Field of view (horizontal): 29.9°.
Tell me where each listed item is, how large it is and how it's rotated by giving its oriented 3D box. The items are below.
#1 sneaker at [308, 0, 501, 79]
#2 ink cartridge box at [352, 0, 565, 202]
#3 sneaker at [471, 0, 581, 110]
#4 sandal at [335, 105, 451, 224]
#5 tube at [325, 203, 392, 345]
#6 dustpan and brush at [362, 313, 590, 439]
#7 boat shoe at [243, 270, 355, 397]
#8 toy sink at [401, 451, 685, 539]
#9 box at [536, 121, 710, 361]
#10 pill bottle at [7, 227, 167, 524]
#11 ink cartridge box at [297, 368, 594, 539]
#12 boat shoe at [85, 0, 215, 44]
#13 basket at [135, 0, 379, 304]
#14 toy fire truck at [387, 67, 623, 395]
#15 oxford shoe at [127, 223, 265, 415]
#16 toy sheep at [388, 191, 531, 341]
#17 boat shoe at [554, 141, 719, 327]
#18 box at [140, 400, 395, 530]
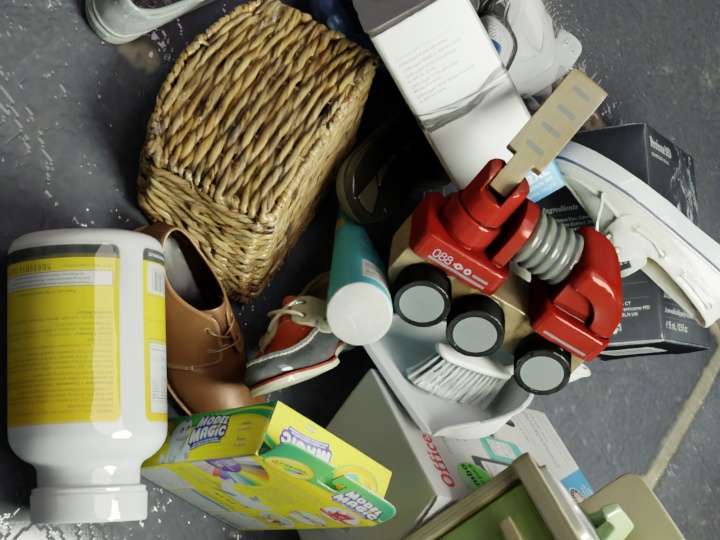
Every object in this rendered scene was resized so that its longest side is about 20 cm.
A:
[{"bbox_3d":[0.041,-0.215,1.207,0.199,0.082,0.074,24,46,-33],"label":"sneaker"},{"bbox_3d":[0.077,-0.157,1.117,0.200,0.083,0.145,57,9,-29],"label":"ink cartridge box"},{"bbox_3d":[0.158,-0.257,1.328,0.115,0.075,0.201,18,76,-36],"label":"sneaker"},{"bbox_3d":[0.023,-0.094,1.191,0.201,0.057,0.080,-32,101,-55],"label":"sandal"},{"bbox_3d":[0.000,0.000,1.103,0.200,0.050,0.078,-88,158,-71],"label":"tube"},{"bbox_3d":[0.108,0.083,1.096,0.199,0.140,0.057,16,116,-39],"label":"dustpan and brush"},{"bbox_3d":[-0.046,0.049,1.072,0.200,0.071,0.063,-33,106,-68],"label":"boat shoe"},{"bbox_3d":[0.126,0.218,0.946,0.112,0.200,0.131,50,9,-44],"label":"toy sink"},{"bbox_3d":[0.250,-0.021,1.288,0.196,0.117,0.201,11,74,-63],"label":"box"},{"bbox_3d":[-0.193,0.076,0.956,0.112,0.112,0.201,5,79,-38],"label":"pill bottle"},{"bbox_3d":[0.070,0.196,1.091,0.199,0.146,0.147,17,29,-36],"label":"ink cartridge box"},{"bbox_3d":[-0.132,-0.247,1.090,0.201,0.071,0.070,-43,109,-36],"label":"boat shoe"},{"bbox_3d":[-0.095,-0.101,1.100,0.142,0.149,0.200,28,60,5],"label":"basket"},{"bbox_3d":[0.141,-0.034,1.046,0.176,0.200,0.129,30,34,-13],"label":"toy fire truck"},{"bbox_3d":[-0.121,0.055,1.047,0.071,0.071,0.201,-41,109,-38],"label":"oxford shoe"},{"bbox_3d":[0.087,0.015,1.188,0.138,0.138,0.201,30,69,-31],"label":"toy sheep"},{"bbox_3d":[0.228,-0.021,1.146,0.202,0.075,0.086,38,86,-5],"label":"boat shoe"},{"bbox_3d":[-0.069,0.146,0.987,0.117,0.200,0.049,36,62,-29],"label":"box"}]
